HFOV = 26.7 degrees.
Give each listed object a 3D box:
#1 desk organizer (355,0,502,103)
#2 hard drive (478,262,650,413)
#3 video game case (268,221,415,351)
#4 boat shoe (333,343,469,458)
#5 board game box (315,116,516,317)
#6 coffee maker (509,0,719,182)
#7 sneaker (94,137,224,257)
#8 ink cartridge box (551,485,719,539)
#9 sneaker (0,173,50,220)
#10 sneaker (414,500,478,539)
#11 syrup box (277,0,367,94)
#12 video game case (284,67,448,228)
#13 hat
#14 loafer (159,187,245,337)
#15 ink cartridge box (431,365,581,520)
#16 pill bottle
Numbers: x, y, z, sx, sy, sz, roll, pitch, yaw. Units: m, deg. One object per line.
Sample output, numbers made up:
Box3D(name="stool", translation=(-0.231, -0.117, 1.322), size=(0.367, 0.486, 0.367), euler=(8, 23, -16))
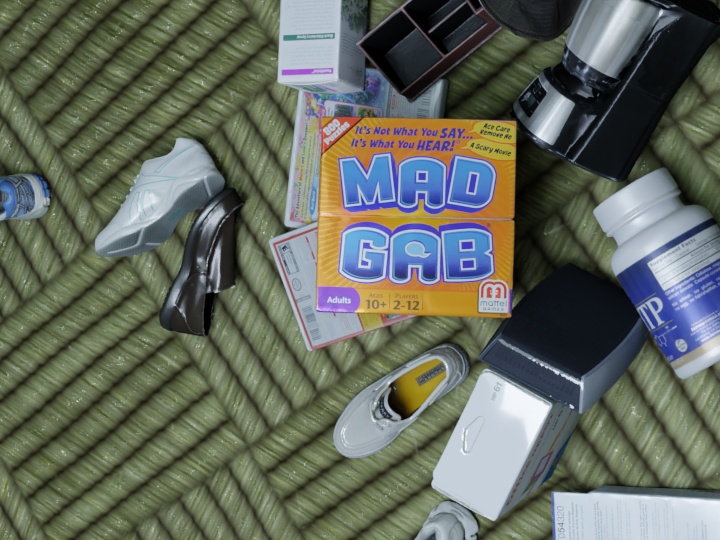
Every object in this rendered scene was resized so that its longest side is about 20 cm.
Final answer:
Box3D(name="desk organizer", translation=(0.098, -0.279, 1.667), size=(0.200, 0.077, 0.072), euler=(-38, 74, 17))
Box3D(name="hard drive", translation=(0.223, 0.063, 1.593), size=(0.135, 0.200, 0.042), euler=(28, 127, 19))
Box3D(name="video game case", translation=(0.000, 0.000, 1.769), size=(0.200, 0.017, 0.143), euler=(-19, 91, 27))
Box3D(name="boat shoe", translation=(0.038, 0.156, 1.759), size=(0.200, 0.070, 0.071), euler=(-36, 81, 23))
Box3D(name="board game box", translation=(0.060, -0.056, 1.616), size=(0.200, 0.200, 0.200), euler=(2, 92, 2))
Box3D(name="coffee maker", translation=(0.282, -0.197, 1.567), size=(0.192, 0.135, 0.200), euler=(30, 116, 2))
Box3D(name="sneaker", translation=(-0.255, -0.087, 1.878), size=(0.200, 0.070, 0.080), euler=(-36, 65, 21))
Box3D(name="ink cartridge box", translation=(0.314, 0.337, 1.667), size=(0.200, 0.043, 0.197), euler=(0, 97, 27))
Box3D(name="sneaker", translation=(-0.508, -0.091, 1.976), size=(0.200, 0.085, 0.077), euler=(-11, 91, 26))
Box3D(name="sneaker", translation=(0.065, 0.364, 1.764), size=(0.075, 0.081, 0.200), euler=(27, 107, 18))
Box3D(name="syrup box", translation=(-0.041, -0.306, 1.728), size=(0.081, 0.079, 0.200), euler=(2, 88, 24))
Box3D(name="video game case", translation=(0.005, -0.136, 1.770), size=(0.182, 0.024, 0.200), euler=(11, 101, 24))
Box3D(name="hat", translation=(0.199, -0.342, 1.567), size=(0.081, 0.200, 0.201), euler=(-5, 93, 50))
Box3D(name="loafer", translation=(-0.178, -0.006, 1.849), size=(0.071, 0.073, 0.200), euler=(27, 111, 10))
Box3D(name="ink cartridge box", translation=(0.170, 0.168, 1.628), size=(0.085, 0.200, 0.145), euler=(29, 107, 20))
Box3D(name="pill bottle", translation=(0.332, 0.000, 1.580), size=(0.120, 0.120, 0.200), euler=(-34, 80, 24))
